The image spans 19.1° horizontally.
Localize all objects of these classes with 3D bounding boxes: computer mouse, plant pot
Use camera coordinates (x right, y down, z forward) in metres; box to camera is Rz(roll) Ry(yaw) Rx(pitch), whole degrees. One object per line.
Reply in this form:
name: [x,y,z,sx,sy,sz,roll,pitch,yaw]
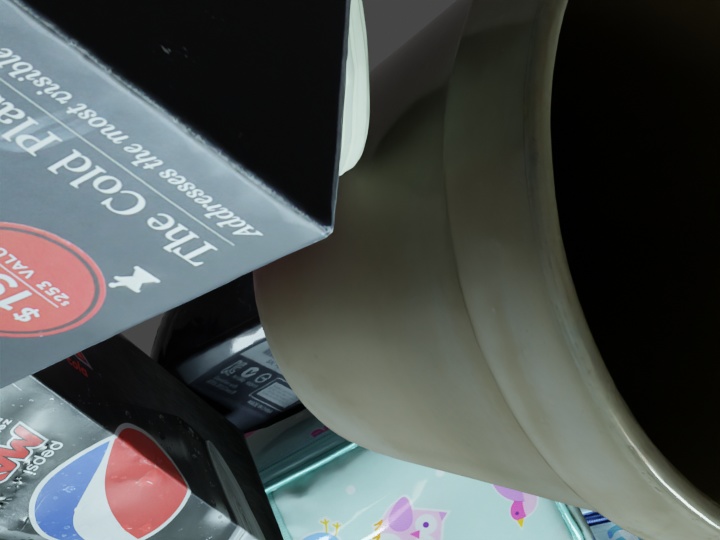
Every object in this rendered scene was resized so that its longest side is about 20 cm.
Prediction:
computer mouse: [0.000,0.000,0.830,0.200,0.053,0.138,-28,155,10]
plant pot: [0.062,-0.010,0.654,0.200,0.201,0.173,7,168,-41]

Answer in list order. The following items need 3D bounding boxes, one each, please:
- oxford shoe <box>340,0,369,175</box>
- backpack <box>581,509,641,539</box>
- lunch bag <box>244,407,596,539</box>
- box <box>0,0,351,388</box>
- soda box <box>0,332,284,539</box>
oxford shoe: [-0.031,-0.086,0.533,0.058,0.075,0.200,-17,153,-2]
backpack: [0.105,0.136,1.141,0.163,0.154,0.200,-6,-179,-2]
lunch bag: [0.022,0.140,0.901,0.160,0.200,0.077,-28,-158,-4]
box: [-0.132,-0.061,0.418,0.182,0.104,0.200,-24,136,34]
soda box: [-0.104,0.059,0.743,0.063,0.071,0.200,-32,142,11]
